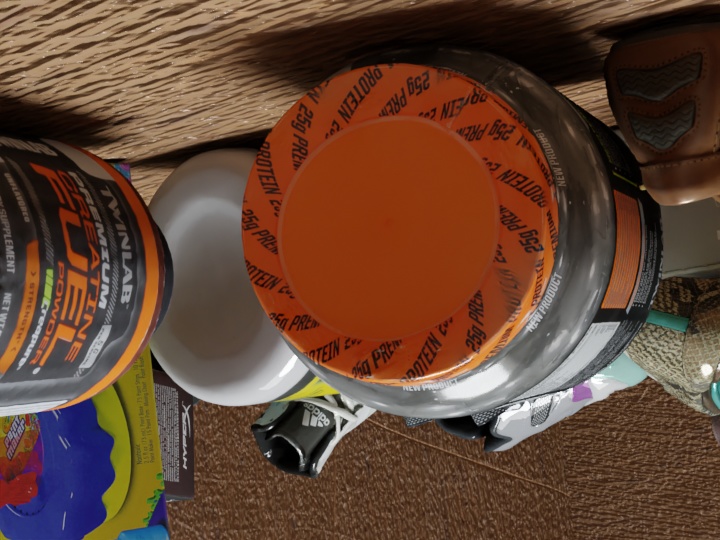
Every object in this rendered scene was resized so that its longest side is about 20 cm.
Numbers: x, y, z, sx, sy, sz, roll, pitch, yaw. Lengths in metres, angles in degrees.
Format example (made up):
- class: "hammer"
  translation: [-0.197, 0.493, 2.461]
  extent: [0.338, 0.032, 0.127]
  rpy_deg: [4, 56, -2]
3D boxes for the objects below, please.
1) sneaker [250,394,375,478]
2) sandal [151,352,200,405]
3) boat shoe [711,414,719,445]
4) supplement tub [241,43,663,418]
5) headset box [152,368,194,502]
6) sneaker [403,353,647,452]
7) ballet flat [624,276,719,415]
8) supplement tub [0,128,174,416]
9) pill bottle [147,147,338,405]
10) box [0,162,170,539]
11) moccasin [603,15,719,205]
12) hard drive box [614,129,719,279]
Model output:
- class: "sneaker"
  translation: [0.006, 0.062, 1.027]
  extent: [0.201, 0.076, 0.115]
  rpy_deg: [-46, -172, 43]
- class: "sandal"
  translation: [-0.119, 0.023, 1.128]
  extent: [0.075, 0.048, 0.201]
  rpy_deg: [25, -155, -6]
- class: "boat shoe"
  translation: [0.226, 0.074, 0.952]
  extent: [0.072, 0.072, 0.200]
  rpy_deg: [10, -161, -41]
- class: "supplement tub"
  translation: [0.037, -0.012, 0.610]
  extent: [0.122, 0.123, 0.200]
  rpy_deg: [-7, 176, 16]
- class: "headset box"
  translation: [-0.202, 0.089, 0.954]
  extent: [0.148, 0.075, 0.200]
  rpy_deg: [-8, 166, 22]
- class: "sneaker"
  translation: [0.089, 0.058, 1.028]
  extent: [0.140, 0.078, 0.200]
  rpy_deg: [-28, 177, 4]
- class: "ballet flat"
  translation: [0.154, 0.029, 0.841]
  extent: [0.075, 0.068, 0.200]
  rpy_deg: [15, 177, 17]
- class: "supplement tub"
  translation: [-0.138, 0.000, 0.624]
  extent: [0.106, 0.107, 0.200]
  rpy_deg: [-8, 177, 17]
- class: "pill bottle"
  translation: [0.000, 0.000, 0.817]
  extent: [0.112, 0.113, 0.200]
  rpy_deg: [-9, 176, 40]
- class: "box"
  translation: [-0.200, 0.064, 0.757]
  extent: [0.192, 0.201, 0.122]
  rpy_deg: [-5, 177, -32]
- class: "moccasin"
  translation: [0.158, -0.045, 0.645]
  extent: [0.073, 0.078, 0.201]
  rpy_deg: [-8, 176, 29]
- class: "hard drive box"
  translation: [0.196, -0.037, 0.873]
  extent: [0.155, 0.077, 0.200]
  rpy_deg: [-3, 175, -42]
